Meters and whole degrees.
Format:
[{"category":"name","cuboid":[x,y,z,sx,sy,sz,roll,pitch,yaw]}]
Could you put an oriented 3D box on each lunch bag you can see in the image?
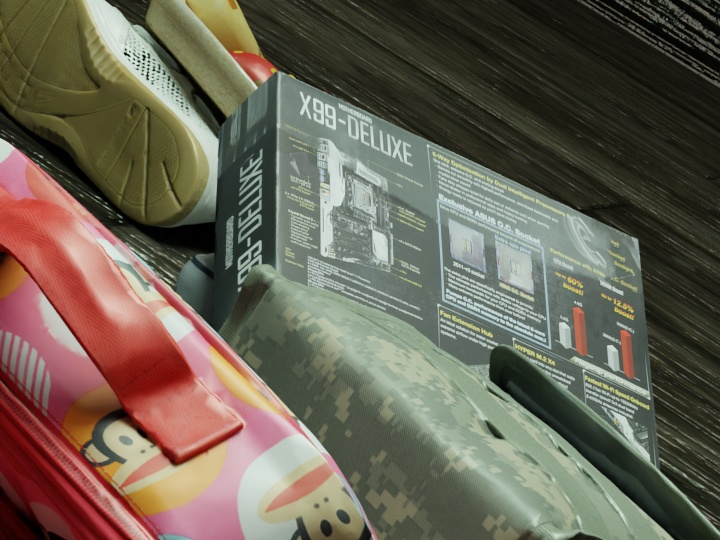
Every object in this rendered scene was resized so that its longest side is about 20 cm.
[{"category":"lunch bag","cuboid":[0.046,0.100,1.014,0.200,0.118,0.164,24,14,-49]},{"category":"lunch bag","cuboid":[-0.063,0.058,0.810,0.200,0.082,0.177,42,-25,38]}]

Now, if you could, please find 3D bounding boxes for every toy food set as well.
[{"category":"toy food set","cuboid":[-0.038,-0.073,1.504,0.200,0.049,0.198,49,-4,35]}]

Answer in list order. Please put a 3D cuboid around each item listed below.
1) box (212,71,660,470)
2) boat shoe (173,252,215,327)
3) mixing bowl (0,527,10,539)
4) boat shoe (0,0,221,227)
[{"category":"box","cuboid":[0.032,0.023,1.267,0.199,0.050,0.158,23,44,-27]},{"category":"boat shoe","cuboid":[0.003,0.003,1.360,0.201,0.086,0.075,16,18,-48]},{"category":"mixing bowl","cuboid":[-0.170,0.042,0.689,0.200,0.108,0.200,47,-8,9]},{"category":"boat shoe","cuboid":[-0.121,-0.085,1.477,0.069,0.071,0.200,14,29,-51]}]
